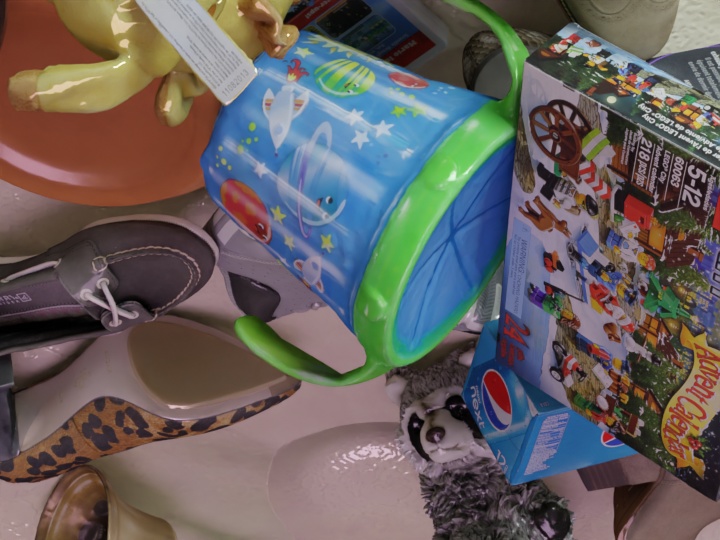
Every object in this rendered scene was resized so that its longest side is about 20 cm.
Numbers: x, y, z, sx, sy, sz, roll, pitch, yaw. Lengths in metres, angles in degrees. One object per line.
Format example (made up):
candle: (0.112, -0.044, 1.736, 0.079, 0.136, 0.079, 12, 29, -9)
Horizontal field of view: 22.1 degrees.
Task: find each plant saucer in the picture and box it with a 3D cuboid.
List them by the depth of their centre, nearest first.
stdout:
plant saucer: (-0.142, -0.095, 0.916, 0.199, 0.038, 0.200, 6, 144, 5)

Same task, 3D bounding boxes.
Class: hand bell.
hand bell: (-0.108, 0.200, 1.230, 0.199, 0.104, 0.104, 18, 135, -34)

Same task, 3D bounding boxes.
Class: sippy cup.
sippy cup: (0.000, -0.044, 0.881, 0.130, 0.178, 0.140, 33, 160, 18)

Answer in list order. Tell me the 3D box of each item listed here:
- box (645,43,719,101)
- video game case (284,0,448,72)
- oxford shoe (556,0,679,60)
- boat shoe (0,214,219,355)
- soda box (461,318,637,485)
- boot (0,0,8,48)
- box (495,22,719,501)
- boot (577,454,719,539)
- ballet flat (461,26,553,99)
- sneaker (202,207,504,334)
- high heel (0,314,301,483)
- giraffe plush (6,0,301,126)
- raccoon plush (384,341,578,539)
box: (0.249, -0.049, 0.894, 0.199, 0.122, 0.106, -12, 128, 0)
video game case: (-0.074, -0.136, 0.910, 0.143, 0.017, 0.200, -32, 127, 29)
oxford shoe: (0.118, -0.161, 0.831, 0.070, 0.075, 0.200, -21, 136, -3)
boat shoe: (-0.164, 0.018, 1.012, 0.199, 0.057, 0.067, -10, 135, 32)
soda box: (0.161, 0.053, 1.016, 0.199, 0.068, 0.064, -11, 140, -23)
boot: (-0.203, -0.144, 0.800, 0.097, 0.075, 0.201, 6, 107, -49)
box: (0.131, 0.000, 0.844, 0.136, 0.038, 0.200, 33, 145, 27)
boot: (0.223, 0.131, 1.150, 0.146, 0.070, 0.200, -19, 133, 17)
ballet flat: (0.134, -0.078, 0.956, 0.199, 0.046, 0.067, 21, 118, -27)
sneaker: (0.000, 0.000, 1.026, 0.199, 0.075, 0.115, 22, 147, -22)
high heel: (-0.138, 0.089, 1.125, 0.199, 0.072, 0.143, 0, 149, -5)
giraffe plush: (-0.078, -0.144, 0.774, 0.172, 0.201, 0.162, -26, 172, 11)
raccoon plush: (0.068, 0.123, 1.160, 0.096, 0.135, 0.200, -18, 168, -2)
